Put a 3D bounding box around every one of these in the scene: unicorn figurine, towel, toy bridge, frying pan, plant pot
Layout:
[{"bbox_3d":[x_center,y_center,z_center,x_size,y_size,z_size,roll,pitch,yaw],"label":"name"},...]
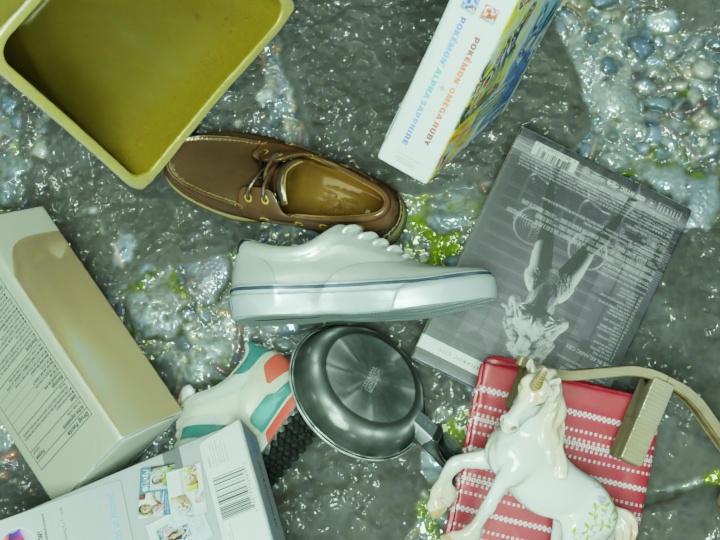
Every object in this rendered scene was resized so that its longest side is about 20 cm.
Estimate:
[{"bbox_3d":[0.116,0.145,0.799,0.137,0.074,0.200,-46,123,6],"label":"unicorn figurine"},{"bbox_3d":[0.136,0.174,0.862,0.144,0.022,0.201,13,85,-6],"label":"towel"},{"bbox_3d":[0.201,0.105,0.842,0.199,0.027,0.067,26,85,-6],"label":"toy bridge"},{"bbox_3d":[0.024,0.115,0.864,0.115,0.031,0.190,-24,71,-43],"label":"frying pan"},{"bbox_3d":[-0.212,-0.222,0.900,0.200,0.194,0.196,37,84,34],"label":"plant pot"}]

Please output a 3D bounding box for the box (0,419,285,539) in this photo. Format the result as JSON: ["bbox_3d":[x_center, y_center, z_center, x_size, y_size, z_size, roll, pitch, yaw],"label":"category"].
[{"bbox_3d":[-0.148,0.212,0.802,0.199,0.041,0.156,-23,58,3],"label":"box"}]

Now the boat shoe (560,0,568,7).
[{"bbox_3d":[0.192,-0.287,0.937,0.074,0.066,0.200,39,85,10],"label":"boat shoe"}]

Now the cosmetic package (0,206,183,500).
[{"bbox_3d":[-0.234,0.062,0.886,0.105,0.071,0.200,-43,78,33],"label":"cosmetic package"}]

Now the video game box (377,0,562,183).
[{"bbox_3d":[0.097,-0.173,0.823,0.047,0.200,0.183,29,121,10],"label":"video game box"}]

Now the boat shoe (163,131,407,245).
[{"bbox_3d":[-0.061,-0.070,0.917,0.199,0.068,0.072,16,81,8],"label":"boat shoe"}]

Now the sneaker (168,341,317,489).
[{"bbox_3d":[-0.116,0.141,0.892,0.093,0.070,0.200,40,87,28],"label":"sneaker"}]

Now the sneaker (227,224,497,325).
[{"bbox_3d":[0.000,0.000,0.862,0.199,0.073,0.071,-2,81,3],"label":"sneaker"}]

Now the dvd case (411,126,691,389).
[{"bbox_3d":[0.147,0.010,0.902,0.148,0.016,0.201,26,82,1],"label":"dvd case"}]
